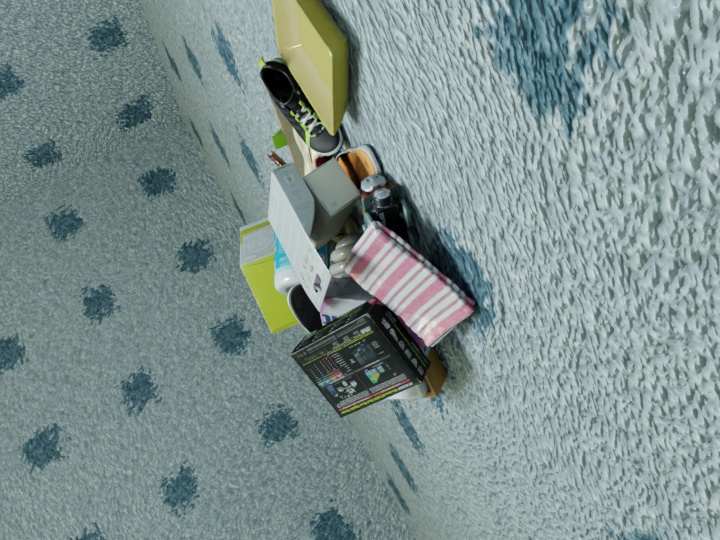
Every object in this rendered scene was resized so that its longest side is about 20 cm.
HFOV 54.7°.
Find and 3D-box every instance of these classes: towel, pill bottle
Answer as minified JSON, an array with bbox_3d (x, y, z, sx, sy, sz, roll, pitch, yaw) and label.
[{"bbox_3d":[0.067,0.024,1.061,0.199,0.030,0.147,40,147,1],"label":"towel"},{"bbox_3d":[-0.114,-0.059,1.350,0.111,0.109,0.204,101,167,-70],"label":"pill bottle"}]

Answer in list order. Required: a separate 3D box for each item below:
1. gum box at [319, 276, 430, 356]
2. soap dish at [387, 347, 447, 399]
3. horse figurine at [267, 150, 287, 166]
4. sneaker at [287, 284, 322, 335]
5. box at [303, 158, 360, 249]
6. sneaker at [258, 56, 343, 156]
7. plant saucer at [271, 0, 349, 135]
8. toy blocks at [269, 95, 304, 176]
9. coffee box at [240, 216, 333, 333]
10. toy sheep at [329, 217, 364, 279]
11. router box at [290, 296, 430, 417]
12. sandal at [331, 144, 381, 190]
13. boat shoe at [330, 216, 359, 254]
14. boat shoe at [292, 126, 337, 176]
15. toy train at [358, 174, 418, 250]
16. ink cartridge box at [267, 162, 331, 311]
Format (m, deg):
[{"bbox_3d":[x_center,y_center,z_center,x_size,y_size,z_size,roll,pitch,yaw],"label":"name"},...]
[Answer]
[{"bbox_3d":[0.022,0.083,1.216,0.197,0.066,0.115,6,122,22],"label":"gum box"},{"bbox_3d":[0.074,0.171,1.362,0.199,0.081,0.159,-21,97,61],"label":"soap dish"},{"bbox_3d":[-0.120,-0.158,1.487,0.202,0.049,0.133,64,-174,11],"label":"horse figurine"},{"bbox_3d":[-0.081,0.095,1.348,0.200,0.084,0.120,45,161,-24],"label":"sneaker"},{"bbox_3d":[-0.066,-0.108,1.206,0.083,0.068,0.200,54,160,4],"label":"box"},{"bbox_3d":[-0.110,-0.276,1.194,0.201,0.071,0.083,50,-159,-4],"label":"sneaker"},{"bbox_3d":[-0.071,-0.343,1.071,0.202,0.048,0.201,59,166,19],"label":"plant saucer"},{"bbox_3d":[-0.131,-0.282,1.376,0.137,0.098,0.202,-115,6,-55],"label":"toy blocks"},{"bbox_3d":[-0.161,-0.011,1.657,0.199,0.197,0.202,-107,-3,-58],"label":"coffee box"},{"bbox_3d":[0.000,0.000,1.307,0.138,0.136,0.203,157,93,-77],"label":"toy sheep"},{"bbox_3d":[-0.001,0.150,1.185,0.199,0.062,0.151,-29,103,36],"label":"router box"},{"bbox_3d":[-0.022,-0.170,1.196,0.080,0.059,0.206,64,168,-4],"label":"sandal"},{"bbox_3d":[-0.050,-0.073,1.453,0.073,0.063,0.201,40,166,4],"label":"boat shoe"},{"bbox_3d":[-0.071,-0.226,1.282,0.069,0.073,0.203,16,128,41],"label":"boat shoe"},{"bbox_3d":[0.043,-0.057,1.128,0.115,0.084,0.202,-118,9,-51],"label":"toy train"},{"bbox_3d":[-0.089,-0.052,1.149,0.202,0.047,0.161,59,159,16],"label":"ink cartridge box"}]
